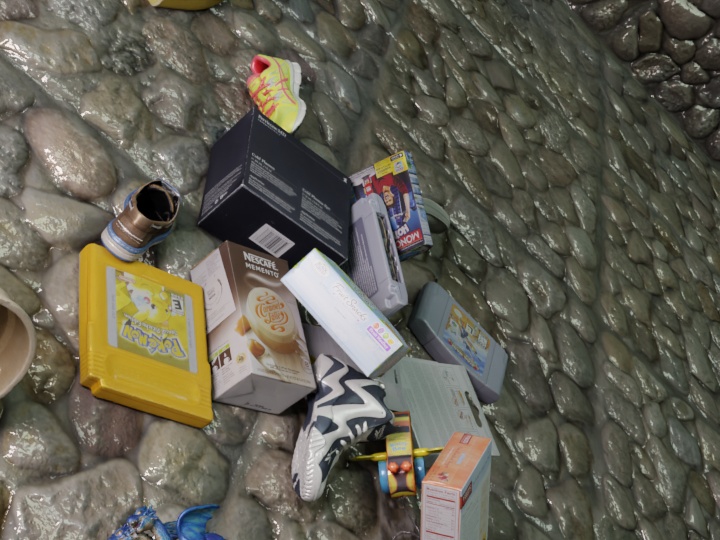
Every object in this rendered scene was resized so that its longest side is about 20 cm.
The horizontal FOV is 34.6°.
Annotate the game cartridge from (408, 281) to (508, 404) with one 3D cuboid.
[{"bbox_3d":[0.164,0.122,1.904,0.200,0.041,0.133,44,28,-14],"label":"game cartridge"}]

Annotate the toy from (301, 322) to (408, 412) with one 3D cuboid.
[{"bbox_3d":[-0.030,0.142,1.618,0.199,0.047,0.116,17,50,-37],"label":"toy"}]

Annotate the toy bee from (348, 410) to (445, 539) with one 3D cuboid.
[{"bbox_3d":[0.062,0.260,1.540,0.109,0.130,0.200,80,-16,-52],"label":"toy bee"}]

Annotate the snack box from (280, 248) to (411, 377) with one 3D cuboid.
[{"bbox_3d":[-0.014,0.060,1.533,0.169,0.068,0.200,48,2,7],"label":"snack box"}]

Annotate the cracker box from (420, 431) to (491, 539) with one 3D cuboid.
[{"bbox_3d":[0.124,0.331,1.513,0.134,0.057,0.201,-42,137,-59],"label":"cracker box"}]

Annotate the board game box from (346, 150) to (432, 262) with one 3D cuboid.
[{"bbox_3d":[0.029,-0.055,1.790,0.062,0.200,0.201,1,72,-51],"label":"board game box"}]

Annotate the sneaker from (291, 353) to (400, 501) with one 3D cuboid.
[{"bbox_3d":[-0.012,0.213,1.492,0.129,0.080,0.200,17,48,-13],"label":"sneaker"}]

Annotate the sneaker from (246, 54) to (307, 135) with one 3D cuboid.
[{"bbox_3d":[-0.144,-0.276,1.867,0.090,0.078,0.200,22,37,-28],"label":"sneaker"}]

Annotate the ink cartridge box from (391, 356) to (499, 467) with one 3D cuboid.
[{"bbox_3d":[0.109,0.213,1.733,0.200,0.057,0.163,17,46,-51],"label":"ink cartridge box"}]

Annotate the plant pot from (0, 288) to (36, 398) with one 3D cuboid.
[{"bbox_3d":[-0.430,0.021,1.099,0.200,0.201,0.184,14,36,-46],"label":"plant pot"}]

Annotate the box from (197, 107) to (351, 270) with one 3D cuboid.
[{"bbox_3d":[-0.119,-0.100,1.684,0.200,0.104,0.183,36,36,-27],"label":"box"}]

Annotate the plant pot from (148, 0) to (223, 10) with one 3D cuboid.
[{"bbox_3d":[-0.252,-0.541,1.879,0.195,0.195,0.200,62,23,14],"label":"plant pot"}]

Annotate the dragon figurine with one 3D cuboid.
[{"bbox_3d":[-0.181,0.291,1.259,0.200,0.059,0.100,-4,62,-53],"label":"dragon figurine"}]

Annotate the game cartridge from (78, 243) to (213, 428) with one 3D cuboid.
[{"bbox_3d":[-0.258,0.078,1.395,0.176,0.032,0.201,24,40,-38],"label":"game cartridge"}]

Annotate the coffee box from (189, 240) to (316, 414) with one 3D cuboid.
[{"bbox_3d":[-0.142,0.074,1.505,0.114,0.080,0.201,19,44,-44],"label":"coffee box"}]

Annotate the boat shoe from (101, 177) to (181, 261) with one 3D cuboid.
[{"bbox_3d":[-0.263,-0.076,1.478,0.072,0.072,0.200,40,21,-13],"label":"boat shoe"}]

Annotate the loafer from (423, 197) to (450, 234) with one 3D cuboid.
[{"bbox_3d":[0.074,-0.093,1.972,0.199,0.070,0.070,16,51,-34],"label":"loafer"}]

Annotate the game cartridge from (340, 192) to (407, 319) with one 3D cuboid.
[{"bbox_3d":[0.000,0.000,1.713,0.041,0.133,0.201,22,44,-41],"label":"game cartridge"}]
